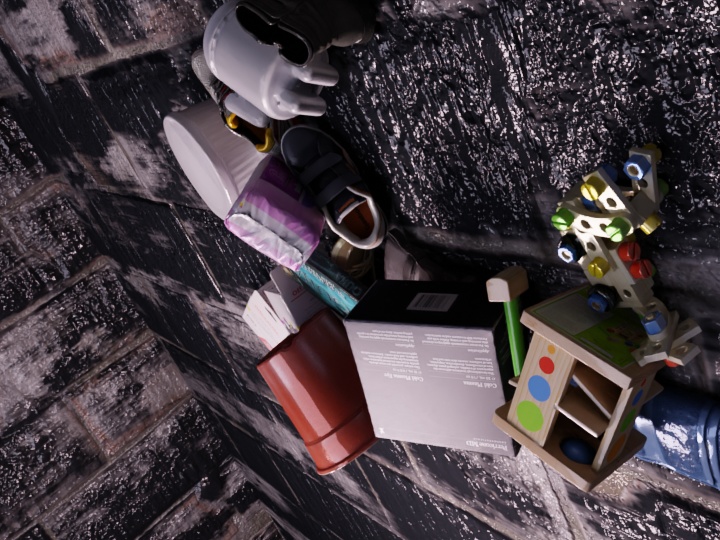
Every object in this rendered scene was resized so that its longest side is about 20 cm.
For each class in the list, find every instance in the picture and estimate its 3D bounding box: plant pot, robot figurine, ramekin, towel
[{"bbox_3d":[-0.049,0.179,1.218,0.196,0.200,0.201,52,156,-3],"label":"plant pot"},{"bbox_3d":[-0.119,-0.266,0.963,0.200,0.112,0.171,39,113,26],"label":"robot figurine"},{"bbox_3d":[-0.231,-0.188,1.268,0.203,0.094,0.203,47,161,22],"label":"ramekin"},{"bbox_3d":[0.320,0.168,0.858,0.199,0.048,0.113,18,138,52],"label":"towel"}]

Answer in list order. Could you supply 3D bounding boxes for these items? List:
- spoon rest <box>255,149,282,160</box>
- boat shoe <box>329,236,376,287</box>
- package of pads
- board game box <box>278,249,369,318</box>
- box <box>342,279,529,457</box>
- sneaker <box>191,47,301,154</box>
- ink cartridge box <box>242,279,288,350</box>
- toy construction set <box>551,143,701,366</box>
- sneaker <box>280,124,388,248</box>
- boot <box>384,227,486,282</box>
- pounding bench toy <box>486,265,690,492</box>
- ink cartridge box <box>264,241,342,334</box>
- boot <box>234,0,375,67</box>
[{"bbox_3d":[-0.114,-0.150,1.197,0.099,0.060,0.202,13,121,53],"label":"spoon rest"},{"bbox_3d":[-0.002,0.002,1.175,0.063,0.073,0.201,34,154,19],"label":"boat shoe"},{"bbox_3d":[-0.110,-0.087,1.073,0.120,0.076,0.200,36,-159,-12],"label":"package of pads"},{"bbox_3d":[-0.056,0.016,1.163,0.199,0.028,0.136,36,162,25],"label":"board game box"},{"bbox_3d":[0.103,0.116,0.956,0.198,0.104,0.184,2,119,30],"label":"box"},{"bbox_3d":[-0.170,-0.246,1.097,0.200,0.082,0.078,45,122,9],"label":"sneaker"},{"bbox_3d":[-0.177,0.094,1.605,0.117,0.067,0.200,50,157,4],"label":"ink cartridge box"},{"bbox_3d":[0.248,-0.010,0.708,0.131,0.092,0.202,-7,107,62],"label":"toy construction set"},{"bbox_3d":[-0.034,-0.114,1.040,0.200,0.078,0.079,48,-168,-7],"label":"sneaker"},{"bbox_3d":[0.104,0.050,1.066,0.173,0.069,0.202,28,136,43],"label":"boot"},{"bbox_3d":[0.207,0.105,0.816,0.199,0.123,0.158,34,126,36],"label":"pounding bench toy"},{"bbox_3d":[-0.084,0.054,1.330,0.068,0.115,0.201,9,131,57],"label":"ink cartridge box"},{"bbox_3d":[-0.088,-0.297,0.836,0.199,0.130,0.068,39,135,23],"label":"boot"}]
